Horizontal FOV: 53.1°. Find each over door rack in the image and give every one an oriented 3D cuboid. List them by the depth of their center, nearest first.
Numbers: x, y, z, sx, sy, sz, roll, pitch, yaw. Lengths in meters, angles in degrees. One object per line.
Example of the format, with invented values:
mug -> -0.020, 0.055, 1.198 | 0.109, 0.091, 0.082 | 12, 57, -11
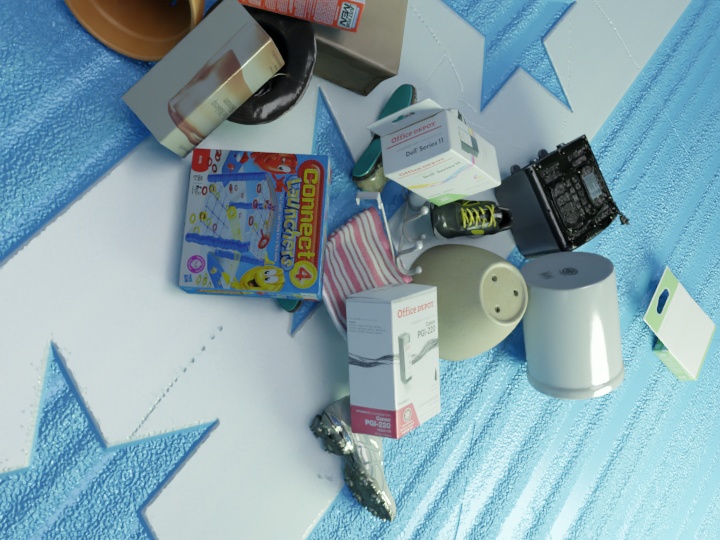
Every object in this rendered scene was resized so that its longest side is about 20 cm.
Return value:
over door rack -> 0.066, -0.107, 1.122 | 0.201, 0.066, 0.149 | 57, 36, -47

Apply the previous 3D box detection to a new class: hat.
hat -> -0.155, -0.306, 1.072 | 0.198, 0.081, 0.203 | 0, 85, -1

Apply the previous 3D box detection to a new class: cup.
cup -> 0.191, 0.045, 1.191 | 0.198, 0.143, 0.203 | 6, 79, -29

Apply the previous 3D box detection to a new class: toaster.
toaster -> 0.370, -0.127, 1.335 | 0.180, 0.118, 0.202 | -30, 97, -29

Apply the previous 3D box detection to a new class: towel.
towel -> 0.000, 0.000, 1.115 | 0.200, 0.030, 0.147 | -41, 107, -49

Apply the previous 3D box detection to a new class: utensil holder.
utensil holder -> 0.360, 0.089, 1.231 | 0.169, 0.169, 0.202 | -24, 115, -30

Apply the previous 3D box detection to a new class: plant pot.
plant pot -> -0.288, -0.409, 0.969 | 0.199, 0.199, 0.141 | 35, 50, -21

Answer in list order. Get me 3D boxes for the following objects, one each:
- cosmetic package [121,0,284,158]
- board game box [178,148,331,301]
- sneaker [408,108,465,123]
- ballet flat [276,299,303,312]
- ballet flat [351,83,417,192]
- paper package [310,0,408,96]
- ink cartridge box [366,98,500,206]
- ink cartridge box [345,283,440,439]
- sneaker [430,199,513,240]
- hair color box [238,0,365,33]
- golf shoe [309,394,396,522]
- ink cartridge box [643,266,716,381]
cosmetic package -> -0.208, -0.258, 0.975 | 0.200, 0.103, 0.087 | -42, 86, 3
board game box -> -0.144, -0.064, 1.012 | 0.193, 0.056, 0.203 | 3, 79, 2
sneaker -> 0.135, -0.197, 1.203 | 0.199, 0.078, 0.131 | -29, 113, -73
ballet flat -> -0.102, -0.040, 1.083 | 0.063, 0.067, 0.203 | -9, 89, -58
ballet flat -> 0.051, -0.212, 1.204 | 0.075, 0.067, 0.202 | 41, 69, -42
paper package -> -0.024, -0.417, 1.163 | 0.189, 0.103, 0.203 | 16, 74, -27
ink cartridge box -> 0.108, -0.167, 1.054 | 0.199, 0.116, 0.068 | 20, 60, -51
ink cartridge box -> 0.051, 0.128, 1.068 | 0.145, 0.084, 0.203 | -13, 101, -57
sneaker -> 0.189, -0.094, 1.215 | 0.199, 0.084, 0.075 | -6, 87, -52
hair color box -> -0.088, -0.425, 1.032 | 0.198, 0.064, 0.112 | 12, 63, -9
golf shoe -> 0.014, 0.281, 1.092 | 0.097, 0.078, 0.202 | -35, 101, -35
ink cartridge box -> 0.653, 0.112, 1.502 | 0.200, 0.048, 0.146 | 43, 64, -17
